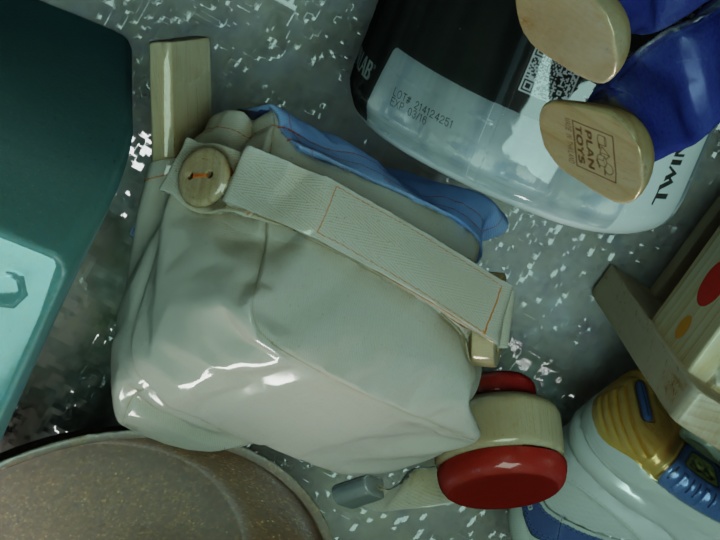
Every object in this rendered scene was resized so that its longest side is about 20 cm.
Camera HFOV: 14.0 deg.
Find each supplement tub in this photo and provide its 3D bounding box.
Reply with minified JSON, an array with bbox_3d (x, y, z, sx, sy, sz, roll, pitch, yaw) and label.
[{"bbox_3d":[0.084,-0.124,0.968,0.122,0.123,0.201,18,106,-15],"label":"supplement tub"}]

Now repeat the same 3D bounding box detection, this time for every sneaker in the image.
[{"bbox_3d":[0.142,0.112,1.096,0.200,0.076,0.088,36,123,-21],"label":"sneaker"}]

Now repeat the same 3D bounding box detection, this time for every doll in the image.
[{"bbox_3d":[0.137,-0.092,0.908,0.199,0.048,0.137,-31,123,-29],"label":"doll"}]

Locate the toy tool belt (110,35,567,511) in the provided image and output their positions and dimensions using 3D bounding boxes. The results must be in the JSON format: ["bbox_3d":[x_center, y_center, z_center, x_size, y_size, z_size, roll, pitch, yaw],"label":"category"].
[{"bbox_3d":[0.000,0.000,0.993,0.124,0.124,0.199,-21,152,35],"label":"toy tool belt"}]

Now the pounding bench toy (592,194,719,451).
[{"bbox_3d":[0.191,0.010,0.989,0.124,0.200,0.156,32,102,-18],"label":"pounding bench toy"}]

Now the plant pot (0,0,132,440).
[{"bbox_3d":[-0.155,-0.011,0.926,0.141,0.200,0.142,22,105,-15],"label":"plant pot"}]

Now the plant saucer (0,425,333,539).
[{"bbox_3d":[-0.105,0.127,1.042,0.199,0.037,0.201,-14,129,-18],"label":"plant saucer"}]
